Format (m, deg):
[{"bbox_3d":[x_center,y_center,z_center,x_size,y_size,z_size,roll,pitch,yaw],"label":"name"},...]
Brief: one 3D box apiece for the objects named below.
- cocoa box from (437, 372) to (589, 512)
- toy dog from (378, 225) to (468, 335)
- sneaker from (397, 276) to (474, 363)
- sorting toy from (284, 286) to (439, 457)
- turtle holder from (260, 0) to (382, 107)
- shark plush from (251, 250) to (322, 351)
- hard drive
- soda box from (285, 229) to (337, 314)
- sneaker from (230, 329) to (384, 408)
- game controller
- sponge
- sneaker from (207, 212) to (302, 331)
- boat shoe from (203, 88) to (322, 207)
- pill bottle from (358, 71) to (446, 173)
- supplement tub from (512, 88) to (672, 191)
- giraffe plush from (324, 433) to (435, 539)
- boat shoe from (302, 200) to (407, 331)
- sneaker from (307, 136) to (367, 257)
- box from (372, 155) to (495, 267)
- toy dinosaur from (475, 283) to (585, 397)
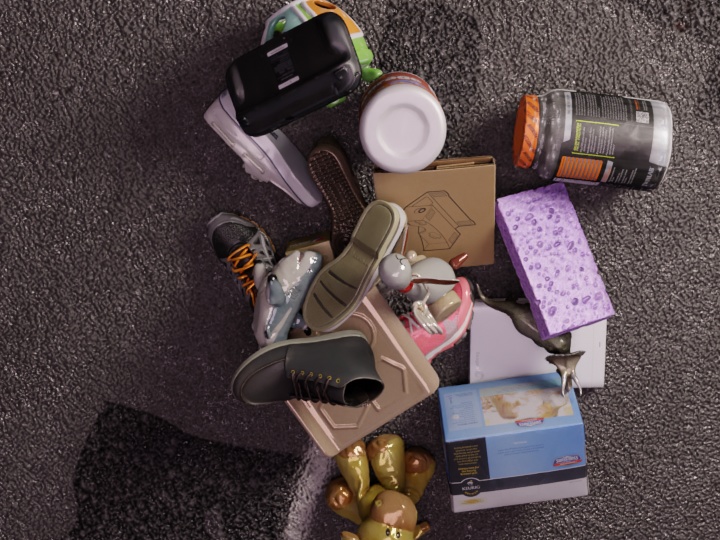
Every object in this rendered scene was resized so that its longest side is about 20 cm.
[{"bbox_3d":[0.216,0.243,1.792,0.197,0.134,0.133,-8,120,3],"label":"cocoa box"},{"bbox_3d":[0.094,0.001,1.675,0.096,0.200,0.132,-44,90,8],"label":"toy dog"},{"bbox_3d":[0.083,0.087,1.775,0.086,0.074,0.201,29,106,-38],"label":"sneaker"},{"bbox_3d":[-0.016,0.138,1.758,0.199,0.037,0.186,-34,101,10],"label":"sorting toy"},{"bbox_3d":[-0.072,-0.281,1.670,0.140,0.185,0.133,-27,90,-27],"label":"turtle holder"},{"bbox_3d":[-0.100,0.074,1.701,0.082,0.091,0.204,3,92,-21],"label":"shark plush"},{"bbox_3d":[0.256,0.106,1.823,0.196,0.026,0.134,-1,105,-1],"label":"hard drive"},{"bbox_3d":[-0.048,0.052,1.786,0.067,0.064,0.203,-14,105,4],"label":"soda box"},{"bbox_3d":[-0.071,0.146,1.662,0.197,0.107,0.076,-18,124,-8],"label":"sneaker"},{"bbox_3d":[-0.088,-0.246,1.581,0.198,0.042,0.106,-20,80,33],"label":"game controller"},{"bbox_3d":[0.264,-0.015,1.727,0.110,0.030,0.203,-16,79,-21],"label":"sponge"},{"bbox_3d":[-0.146,0.005,1.766,0.078,0.077,0.201,-35,101,11],"label":"sneaker"},{"bbox_3d":[-0.135,-0.157,1.726,0.065,0.072,0.200,-36,108,24],"label":"boat shoe"},{"bbox_3d":[0.052,-0.200,1.646,0.110,0.200,0.114,0,106,-1],"label":"pill bottle"},{"bbox_3d":[0.311,-0.178,1.694,0.197,0.123,0.124,7,106,-3],"label":"supplement tub"},{"bbox_3d":[0.032,0.357,1.819,0.170,0.162,0.203,-4,105,1],"label":"giraffe plush"},{"bbox_3d":[0.000,0.000,1.680,0.075,0.068,0.201,42,105,24],"label":"boat shoe"},{"bbox_3d":[-0.014,-0.092,1.741,0.069,0.076,0.202,-12,113,16],"label":"sneaker"},{"bbox_3d":[0.103,-0.074,1.719,0.161,0.021,0.201,-5,140,2],"label":"box"},{"bbox_3d":[0.249,0.075,1.747,0.077,0.102,0.200,-42,103,10],"label":"toy dinosaur"}]
